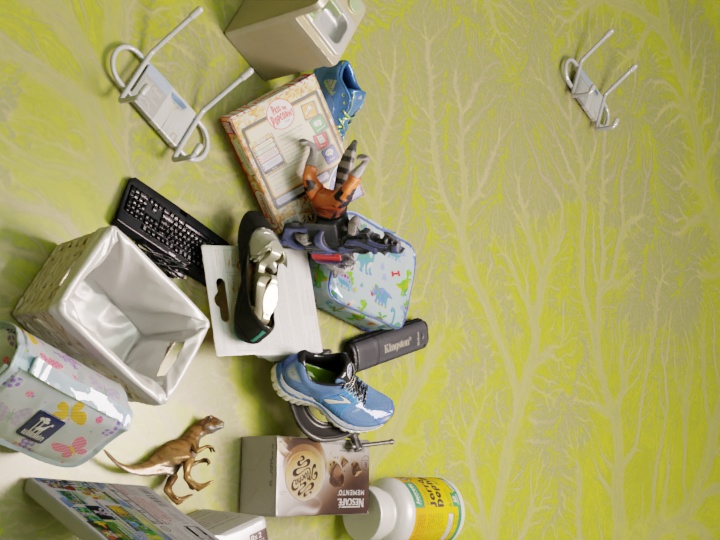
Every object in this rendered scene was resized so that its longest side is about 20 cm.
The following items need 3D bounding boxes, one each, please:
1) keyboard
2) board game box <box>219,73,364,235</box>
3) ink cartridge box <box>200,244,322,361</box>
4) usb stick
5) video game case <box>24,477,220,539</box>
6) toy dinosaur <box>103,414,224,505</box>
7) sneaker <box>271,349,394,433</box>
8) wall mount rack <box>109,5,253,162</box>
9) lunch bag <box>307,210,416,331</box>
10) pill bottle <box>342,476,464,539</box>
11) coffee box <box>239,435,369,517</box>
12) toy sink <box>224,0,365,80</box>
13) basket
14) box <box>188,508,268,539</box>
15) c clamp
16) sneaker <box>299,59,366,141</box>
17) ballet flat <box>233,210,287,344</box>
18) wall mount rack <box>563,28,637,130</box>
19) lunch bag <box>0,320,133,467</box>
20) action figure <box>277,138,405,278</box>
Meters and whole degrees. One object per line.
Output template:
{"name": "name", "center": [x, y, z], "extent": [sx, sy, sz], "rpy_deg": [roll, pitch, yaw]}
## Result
{"name": "keyboard", "center": [-0.249, -0.038, 1.532], "extent": [0.200, 0.039, 0.105], "rpy_deg": [36, 60, -40]}
{"name": "board game box", "center": [-0.099, -0.169, 1.666], "extent": [0.151, 0.046, 0.201], "rpy_deg": [-30, 111, -20]}
{"name": "ink cartridge box", "center": [-0.150, 0.049, 1.615], "extent": [0.199, 0.050, 0.164], "rpy_deg": [1, 75, -43]}
{"name": "usb stick", "center": [0.045, 0.122, 1.850], "extent": [0.199, 0.032, 0.056], "rpy_deg": [-14, 96, -48]}
{"name": "video game case", "center": [-0.279, 0.301, 1.348], "extent": [0.182, 0.199, 0.022], "rpy_deg": [17, 93, -46]}
{"name": "toy dinosaur", "center": [-0.257, 0.258, 1.494], "extent": [0.199, 0.060, 0.107], "rpy_deg": [-24, 80, -52]}
{"name": "sneaker", "center": [-0.028, 0.172, 1.626], "extent": [0.199, 0.089, 0.079], "rpy_deg": [25, 44, -27]}
{"name": "wall mount rack", "center": [-0.241, -0.252, 1.536], "extent": [0.200, 0.074, 0.175], "rpy_deg": [49, 52, -34]}
{"name": "lunch bag", "center": [0.000, 0.000, 1.775], "extent": [0.199, 0.082, 0.162], "rpy_deg": [26, 68, -44]}
{"name": "pill bottle", "center": [0.067, 0.387, 1.789], "extent": [0.199, 0.112, 0.114], "rpy_deg": [12, 78, -46]}
{"name": "coffee box", "center": [-0.079, 0.304, 1.656], "extent": [0.199, 0.079, 0.114], "rpy_deg": [13, 74, -47]}
{"name": "toy sink", "center": [-0.076, -0.372, 1.640], "extent": [0.112, 0.199, 0.131], "rpy_deg": [47, 53, -34]}
{"name": "basket", "center": [-0.310, 0.060, 1.390], "extent": [0.200, 0.123, 0.136], "rpy_deg": [50, 52, -33]}
{"name": "box", "center": [-0.219, 0.437, 1.449], "extent": [0.198, 0.130, 0.202], "rpy_deg": [-14, 96, -47]}
{"name": "c clamp", "center": [-0.052, 0.187, 1.686], "extent": [0.170, 0.027, 0.201], "rpy_deg": [-4, 61, -46]}
{"name": "sneaker", "center": [-0.045, -0.234, 1.730], "extent": [0.075, 0.104, 0.202], "rpy_deg": [-1, 86, -50]}
{"name": "ballet flat", "center": [-0.134, 0.004, 1.561], "extent": [0.068, 0.068, 0.202], "rpy_deg": [18, 63, -39]}
{"name": "wall mount rack", "center": [0.516, -0.403, 2.390], "extent": [0.200, 0.074, 0.175], "rpy_deg": [43, 56, -38]}
{"name": "lunch bag", "center": [-0.374, 0.139, 1.253], "extent": [0.169, 0.199, 0.128], "rpy_deg": [38, 59, -40]}
{"name": "action figure", "center": [-0.015, -0.082, 1.625], "extent": [0.105, 0.198, 0.195], "rpy_deg": [-40, 138, -59]}
